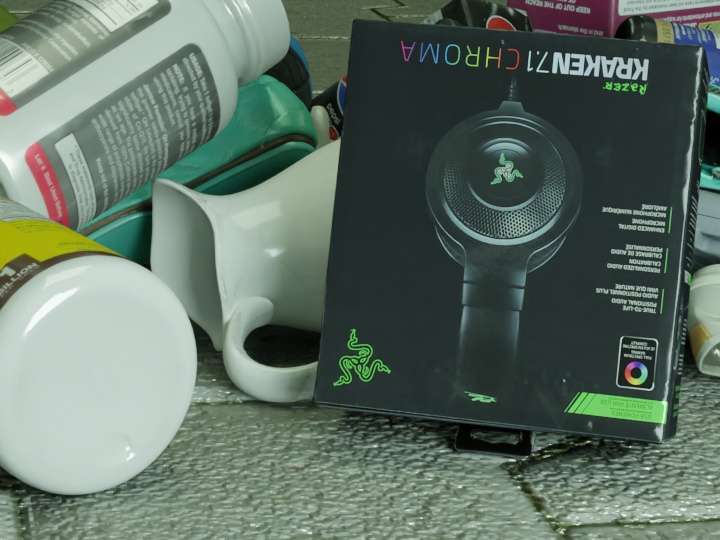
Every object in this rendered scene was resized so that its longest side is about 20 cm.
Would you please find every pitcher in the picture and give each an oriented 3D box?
[{"bbox_3d":[0.000,0.000,1.125,0.198,0.122,0.172,-10,43,-20],"label":"pitcher"}]

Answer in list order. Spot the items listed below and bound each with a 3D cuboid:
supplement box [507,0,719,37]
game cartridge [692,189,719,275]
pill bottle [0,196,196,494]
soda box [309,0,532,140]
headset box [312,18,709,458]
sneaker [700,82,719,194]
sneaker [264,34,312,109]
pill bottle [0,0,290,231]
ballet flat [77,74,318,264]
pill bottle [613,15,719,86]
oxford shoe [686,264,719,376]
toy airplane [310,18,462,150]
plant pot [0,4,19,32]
[{"bbox_3d":[0.177,-0.123,1.408,0.130,0.202,0.103,-10,19,-41],"label":"supplement box"},{"bbox_3d":[0.194,-0.014,1.171,0.132,0.041,0.200,11,-8,36],"label":"game cartridge"},{"bbox_3d":[-0.168,0.026,0.971,0.108,0.110,0.199,-7,17,-33],"label":"pill bottle"},{"bbox_3d":[0.032,-0.112,1.404,0.070,0.064,0.199,6,-27,-42],"label":"soda box"},{"bbox_3d":[0.075,-0.011,0.995,0.172,0.202,0.093,6,-1,12],"label":"headset box"},{"bbox_3d":[0.205,-0.061,1.118,0.198,0.078,0.091,16,12,-15],"label":"sneaker"},{"bbox_3d":[-0.108,-0.108,1.324,0.081,0.074,0.199,-8,13,39],"label":"sneaker"},{"bbox_3d":[-0.137,-0.101,1.111,0.199,0.111,0.110,-36,33,-26],"label":"pill bottle"},{"bbox_3d":[-0.118,-0.054,1.205,0.199,0.071,0.067,-28,-26,11],"label":"ballet flat"},{"bbox_3d":[0.243,-0.080,1.228,0.198,0.113,0.112,12,14,-3],"label":"pill bottle"},{"bbox_3d":[0.263,0.049,1.070,0.198,0.075,0.058,13,61,9],"label":"oxford shoe"},{"bbox_3d":[0.029,-0.052,1.293,0.198,0.142,0.200,-4,-26,6],"label":"toy airplane"},{"bbox_3d":[-0.293,-0.124,1.432,0.189,0.202,0.199,28,26,31],"label":"plant pot"}]
